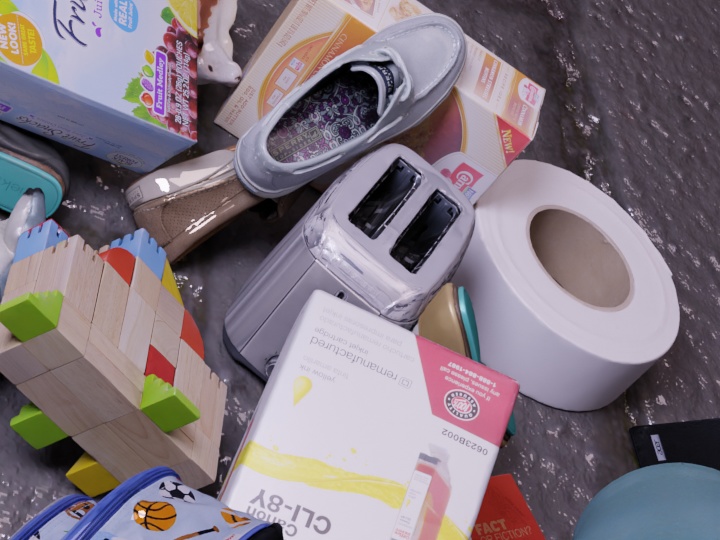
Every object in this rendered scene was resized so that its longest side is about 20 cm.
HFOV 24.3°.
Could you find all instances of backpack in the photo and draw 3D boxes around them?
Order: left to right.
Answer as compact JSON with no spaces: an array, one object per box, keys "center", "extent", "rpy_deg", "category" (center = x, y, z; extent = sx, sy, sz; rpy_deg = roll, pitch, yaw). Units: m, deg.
[{"center":[-0.116,0.193,0.829],"extent":[0.153,0.191,0.200],"rpy_deg":[27,37,9],"category":"backpack"}]

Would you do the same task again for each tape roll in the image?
[{"center":[0.157,0.010,1.332],"extent":[0.201,0.071,0.203],"rpy_deg":[23,41,-21],"category":"tape roll"}]

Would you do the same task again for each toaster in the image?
[{"center":[0.000,0.000,1.161],"extent":[0.114,0.129,0.200],"rpy_deg":[41,38,0],"category":"toaster"}]

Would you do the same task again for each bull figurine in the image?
[{"center":[-0.140,-0.226,1.281],"extent":[0.121,0.065,0.200],"rpy_deg":[-36,67,-27],"category":"bull figurine"}]

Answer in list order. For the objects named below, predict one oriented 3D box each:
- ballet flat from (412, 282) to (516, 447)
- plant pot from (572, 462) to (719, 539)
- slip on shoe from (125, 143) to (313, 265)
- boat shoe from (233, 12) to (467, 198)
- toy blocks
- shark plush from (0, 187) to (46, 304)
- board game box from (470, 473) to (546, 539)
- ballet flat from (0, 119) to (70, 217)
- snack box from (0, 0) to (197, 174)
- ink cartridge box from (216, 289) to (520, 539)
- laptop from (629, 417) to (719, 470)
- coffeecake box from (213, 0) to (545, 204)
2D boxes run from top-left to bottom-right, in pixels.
[{"center":[0.059,0.075,1.116],"extent":[0.200,0.063,0.069],"rpy_deg":[64,16,-57],"category":"ballet flat"},{"center":[0.195,0.221,1.011],"extent":[0.199,0.200,0.188],"rpy_deg":[32,24,-11],"category":"plant pot"},{"center":[-0.067,-0.064,1.184],"extent":[0.199,0.076,0.061],"rpy_deg":[-22,84,-29],"category":"slip on shoe"},{"center":[0.004,-0.117,1.145],"extent":[0.200,0.071,0.070],"rpy_deg":[-36,94,-21],"category":"boat shoe"},{"center":[-0.143,0.039,0.999],"extent":[0.200,0.099,0.137],"rpy_deg":[50,28,-36],"category":"toy blocks"},{"center":[-0.213,0.034,1.004],"extent":[0.083,0.090,0.201],"rpy_deg":[54,20,-37],"category":"shark plush"},{"center":[0.080,0.234,1.074],"extent":[0.152,0.040,0.201],"rpy_deg":[-4,56,-42],"category":"board game box"},{"center":[-0.279,-0.094,1.076],"extent":[0.199,0.068,0.069],"rpy_deg":[30,28,-31],"category":"ballet flat"},{"center":[-0.190,-0.186,1.112],"extent":[0.168,0.067,0.201],"rpy_deg":[22,54,-39],"category":"snack box"},{"center":[-0.006,0.136,1.000],"extent":[0.144,0.083,0.201],"rpy_deg":[25,60,-4],"category":"ink cartridge box"},{"center":[0.319,0.216,1.320],"extent":[0.200,0.103,0.178],"rpy_deg":[41,30,-45],"category":"laptop"},{"center":[0.015,-0.125,1.273],"extent":[0.199,0.154,0.073],"rpy_deg":[33,40,-10],"category":"coffeecake box"}]
